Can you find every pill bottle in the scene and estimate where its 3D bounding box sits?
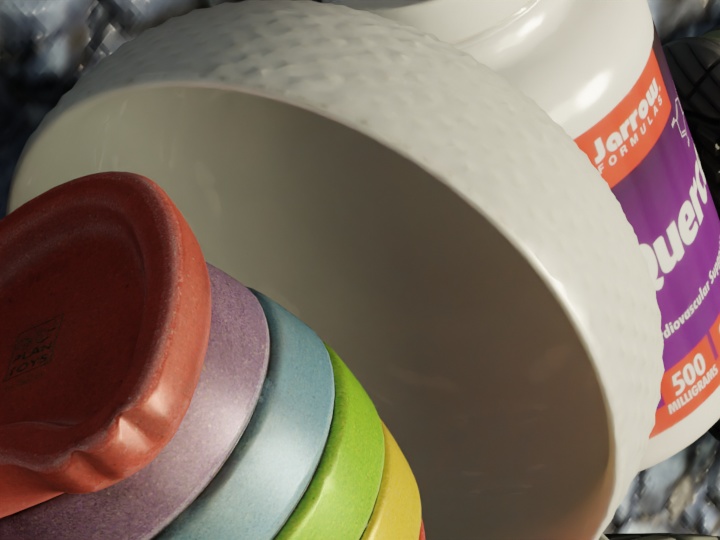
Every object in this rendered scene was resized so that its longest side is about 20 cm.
[{"bbox_3d":[0.054,-0.031,0.828,0.112,0.112,0.200,-45,132,-24],"label":"pill bottle"}]

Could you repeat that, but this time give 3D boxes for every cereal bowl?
[{"bbox_3d":[0.000,0.000,0.737,0.083,0.200,0.200,-56,139,-39],"label":"cereal bowl"}]

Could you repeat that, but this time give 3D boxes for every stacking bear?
[{"bbox_3d":[-0.030,0.077,0.688,0.200,0.121,0.114,46,37,-31],"label":"stacking bear"}]

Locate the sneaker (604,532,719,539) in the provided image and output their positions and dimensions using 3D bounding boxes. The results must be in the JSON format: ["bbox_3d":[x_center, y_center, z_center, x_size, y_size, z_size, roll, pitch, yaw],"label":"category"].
[{"bbox_3d":[0.135,0.145,0.994,0.200,0.075,0.079,15,75,-47],"label":"sneaker"}]

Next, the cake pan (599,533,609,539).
[{"bbox_3d":[0.019,0.158,0.823,0.200,0.200,0.037,-55,177,-15],"label":"cake pan"}]

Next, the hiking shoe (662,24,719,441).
[{"bbox_3d":[0.172,-0.012,0.981,0.101,0.076,0.200,-31,125,-29],"label":"hiking shoe"}]
